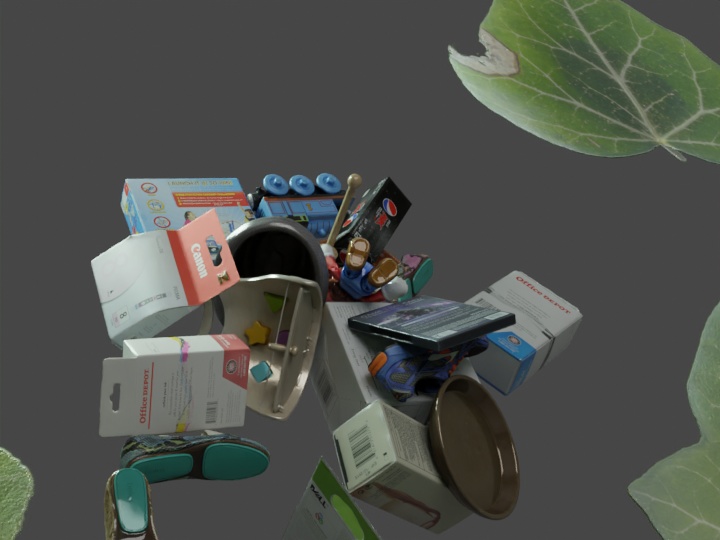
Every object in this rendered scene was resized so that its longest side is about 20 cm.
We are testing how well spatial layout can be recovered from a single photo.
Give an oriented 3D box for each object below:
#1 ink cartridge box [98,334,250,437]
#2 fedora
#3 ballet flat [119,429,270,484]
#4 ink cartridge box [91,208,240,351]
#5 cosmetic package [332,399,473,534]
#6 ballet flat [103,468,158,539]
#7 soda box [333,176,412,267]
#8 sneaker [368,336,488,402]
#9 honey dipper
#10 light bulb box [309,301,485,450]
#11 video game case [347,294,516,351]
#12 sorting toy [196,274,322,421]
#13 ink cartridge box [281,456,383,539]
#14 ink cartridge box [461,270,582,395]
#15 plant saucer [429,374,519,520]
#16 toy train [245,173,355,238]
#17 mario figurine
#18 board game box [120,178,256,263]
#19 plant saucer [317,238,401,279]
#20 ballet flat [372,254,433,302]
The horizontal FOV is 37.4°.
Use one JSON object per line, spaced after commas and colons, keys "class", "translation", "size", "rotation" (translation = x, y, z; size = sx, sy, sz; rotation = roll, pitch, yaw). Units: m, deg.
{"class": "ink cartridge box", "translation": [-0.255, 0.152, 1.419], "size": [0.199, 0.117, 0.067], "rotation": [-1, 16, -28]}
{"class": "fedora", "translation": [-0.137, 0.009, 1.629], "size": [0.176, 0.201, 0.090], "rotation": [3, 15, -3]}
{"class": "ballet flat", "translation": [-0.218, 0.237, 1.396], "size": [0.199, 0.074, 0.074], "rotation": [4, 43, -27]}
{"class": "ink cartridge box", "translation": [-0.288, 0.002, 1.545], "size": [0.057, 0.200, 0.163], "rotation": [44, 16, -49]}
{"class": "cosmetic package", "translation": [0.064, 0.264, 1.412], "size": [0.200, 0.087, 0.104], "rotation": [34, 27, -40]}
{"class": "ballet flat", "translation": [-0.271, 0.332, 1.260], "size": [0.070, 0.065, 0.201], "rotation": [6, 45, -18]}
{"class": "soda box", "translation": [0.016, -0.076, 1.799], "size": [0.071, 0.063, 0.200], "rotation": [49, 38, -13]}
{"class": "sneaker", "translation": [0.103, 0.133, 1.481], "size": [0.199, 0.075, 0.079], "rotation": [-17, 68, -33]}
{"class": "honey dipper", "translation": [-0.038, -0.071, 1.673], "size": [0.038, 0.201, 0.038], "rotation": [13, 40, -11]}
{"class": "light bulb box", "translation": [0.047, 0.156, 1.568], "size": [0.199, 0.125, 0.199], "rotation": [2, 43, -26]}
{"class": "video game case", "translation": [0.096, 0.070, 1.480], "size": [0.142, 0.019, 0.200], "rotation": [-16, 15, -34]}
{"class": "sorting toy", "translation": [-0.157, 0.091, 1.529], "size": [0.179, 0.201, 0.107], "rotation": [14, 4, 12]}
{"class": "ink cartridge box", "translation": [-0.010, 0.328, 1.285], "size": [0.075, 0.201, 0.148], "rotation": [-15, 52, -38]}
{"class": "ink cartridge box", "translation": [0.249, 0.099, 1.754], "size": [0.146, 0.086, 0.200], "rotation": [35, 38, 25]}
{"class": "plant saucer", "translation": [0.152, 0.240, 1.435], "size": [0.200, 0.029, 0.201], "rotation": [35, 42, -40]}
{"class": "toy train", "translation": [-0.098, -0.101, 1.826], "size": [0.199, 0.087, 0.115], "rotation": [-4, 55, -33]}
{"class": "mario figurine", "translation": [0.000, 0.000, 1.621], "size": [0.105, 0.200, 0.124], "rotation": [-16, 79, -19]}
{"class": "board game box", "translation": [-0.266, -0.065, 1.719], "size": [0.199, 0.056, 0.196], "rotation": [-3, 45, -29]}
{"class": "plant saucer", "translation": [-0.005, 0.023, 1.767], "size": [0.199, 0.032, 0.201], "rotation": [14, 40, -12]}
{"class": "ballet flat", "translation": [0.061, 0.028, 1.726], "size": [0.071, 0.070, 0.200], "rotation": [3, 26, 19]}
